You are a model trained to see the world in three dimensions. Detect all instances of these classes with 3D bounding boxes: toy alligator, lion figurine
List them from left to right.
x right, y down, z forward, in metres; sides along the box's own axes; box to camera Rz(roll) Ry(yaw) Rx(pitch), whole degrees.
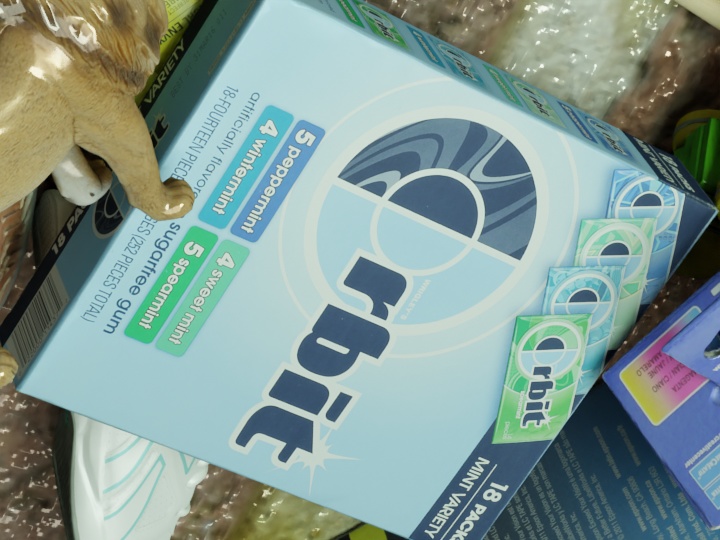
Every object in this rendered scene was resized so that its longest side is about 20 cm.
[{"bbox_3d":[-0.125,-0.038,0.838,0.200,0.072,0.123,-50,137,-26],"label":"lion figurine"},{"bbox_3d":[0.161,-0.043,0.988,0.054,0.059,0.200,22,149,-18],"label":"toy alligator"}]

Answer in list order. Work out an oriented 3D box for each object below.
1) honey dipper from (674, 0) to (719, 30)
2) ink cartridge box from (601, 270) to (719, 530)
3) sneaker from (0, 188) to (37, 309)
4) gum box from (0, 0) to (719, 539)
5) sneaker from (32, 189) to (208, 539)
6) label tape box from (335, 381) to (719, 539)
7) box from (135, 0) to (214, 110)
[{"bbox_3d":[0.139,-0.093,1.006,0.200,0.038,0.038,29,112,-27],"label":"honey dipper"},{"bbox_3d":[0.182,0.021,0.993,0.136,0.076,0.200,-44,163,26],"label":"ink cartridge box"},{"bbox_3d":[-0.166,-0.050,0.941,0.080,0.071,0.200,20,140,18],"label":"sneaker"},{"bbox_3d":[0.000,0.000,0.962,0.200,0.045,0.170,24,110,-30],"label":"gum box"},{"bbox_3d":[-0.078,0.058,1.028,0.080,0.070,0.201,-8,124,-13],"label":"sneaker"},{"bbox_3d":[0.070,0.138,1.074,0.200,0.143,0.066,-33,124,7],"label":"label tape box"},{"bbox_3d":[-0.053,-0.081,0.953,0.075,0.050,0.200,-35,124,8],"label":"box"}]
